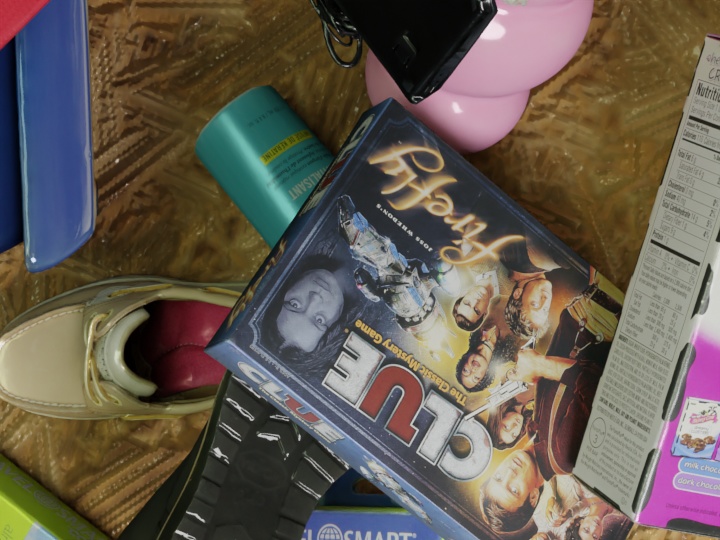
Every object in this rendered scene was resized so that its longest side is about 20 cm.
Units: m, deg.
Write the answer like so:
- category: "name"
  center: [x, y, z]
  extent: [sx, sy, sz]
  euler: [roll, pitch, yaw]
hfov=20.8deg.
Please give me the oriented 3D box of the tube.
- category: "tube"
  center: [0.000, 0.000, 0.943]
  extent: [0.200, 0.077, 0.050]
  euler: [49, 151, 12]

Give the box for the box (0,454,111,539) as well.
- category: "box"
  center: [-0.184, 0.177, 1.023]
  extent: [0.199, 0.048, 0.123]
  euler: [35, 104, 14]

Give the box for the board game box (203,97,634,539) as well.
- category: "board game box"
  center: [0.048, 0.040, 0.862]
  extent: [0.200, 0.035, 0.136]
  euler: [38, 69, -13]

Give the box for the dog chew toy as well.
- category: "dog chew toy"
  center: [0.056, -0.136, 0.873]
  extent: [0.124, 0.124, 0.201]
  euler: [31, 131, 15]

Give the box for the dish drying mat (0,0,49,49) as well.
- category: "dish drying mat"
  center: [-0.148, -0.156, 0.846]
  extent: [0.077, 0.018, 0.200]
  euler: [45, 79, -6]

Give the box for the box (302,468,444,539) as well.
- category: "box"
  center: [0.000, 0.189, 0.921]
  extent: [0.121, 0.048, 0.202]
  euler: [-4, 82, 34]

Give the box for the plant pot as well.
- category: "plant pot"
  center: [-0.216, -0.083, 0.931]
  extent: [0.178, 0.200, 0.202]
  euler: [-2, 92, -9]

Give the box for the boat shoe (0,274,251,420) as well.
- category: "boat shoe"
  center: [-0.105, 0.038, 0.975]
  extent: [0.198, 0.069, 0.075]
  euler: [-9, 90, 20]

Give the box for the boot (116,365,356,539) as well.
- category: "boot"
  center: [-0.059, 0.086, 0.904]
  extent: [0.077, 0.138, 0.201]
  euler: [39, 69, -12]

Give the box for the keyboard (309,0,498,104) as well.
- category: "keyboard"
  center: [-0.013, -0.167, 0.825]
  extent: [0.201, 0.039, 0.104]
  euler: [55, 144, 9]

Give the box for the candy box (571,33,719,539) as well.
- category: "candy box"
  center: [0.185, 0.014, 0.838]
  extent: [0.135, 0.061, 0.202]
  euler: [12, 100, -26]

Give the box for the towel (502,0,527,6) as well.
- category: "towel"
  center: [0.088, -0.205, 0.728]
  extent: [0.200, 0.034, 0.133]
  euler: [-39, 82, 32]
